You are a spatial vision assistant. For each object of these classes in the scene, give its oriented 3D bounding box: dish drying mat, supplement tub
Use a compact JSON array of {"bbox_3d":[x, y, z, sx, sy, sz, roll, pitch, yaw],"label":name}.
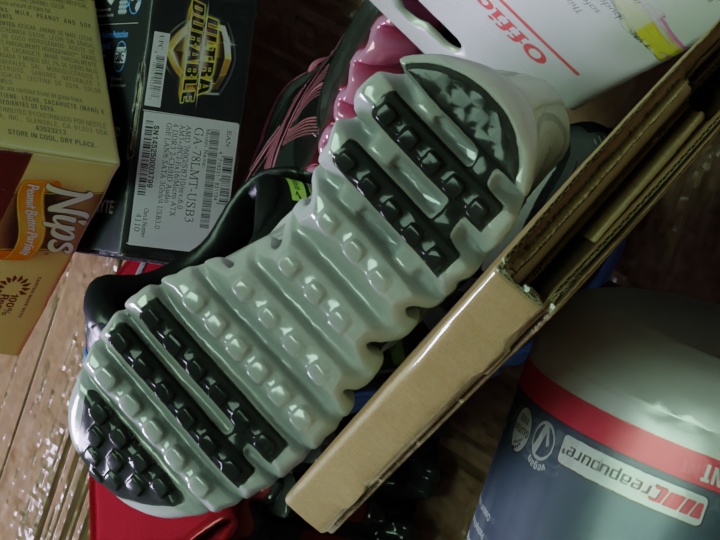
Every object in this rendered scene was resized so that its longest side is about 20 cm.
[{"bbox_3d":[-0.077,0.052,1.070,0.077,0.018,0.200,-47,26,22],"label":"dish drying mat"},{"bbox_3d":[0.092,0.117,0.852,0.140,0.140,0.200,27,103,46],"label":"supplement tub"}]

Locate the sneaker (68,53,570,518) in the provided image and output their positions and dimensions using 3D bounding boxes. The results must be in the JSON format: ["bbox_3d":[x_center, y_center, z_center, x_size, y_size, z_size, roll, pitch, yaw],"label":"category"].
[{"bbox_3d":[-0.010,0.007,0.906,0.200,0.081,0.075,-40,84,25],"label":"sneaker"}]

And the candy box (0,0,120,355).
[{"bbox_3d":[-0.145,-0.082,1.098,0.115,0.055,0.200,-57,35,42],"label":"candy box"}]

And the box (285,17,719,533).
[{"bbox_3d":[0.060,-0.013,0.818,0.021,0.164,0.200,42,153,2],"label":"box"}]

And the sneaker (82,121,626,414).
[{"bbox_3d":[0.000,0.000,0.968,0.199,0.083,0.071,-21,39,3],"label":"sneaker"}]

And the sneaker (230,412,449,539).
[{"bbox_3d":[-0.041,0.100,1.048,0.201,0.071,0.098,-62,36,11],"label":"sneaker"}]

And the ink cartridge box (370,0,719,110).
[{"bbox_3d":[0.070,-0.124,0.891,0.068,0.116,0.200,-51,12,-27],"label":"ink cartridge box"}]

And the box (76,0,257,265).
[{"bbox_3d":[-0.097,-0.105,1.122,0.200,0.050,0.199,6,87,64],"label":"box"}]

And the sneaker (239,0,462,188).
[{"bbox_3d":[0.002,-0.059,1.037,0.200,0.079,0.095,-59,36,21],"label":"sneaker"}]
